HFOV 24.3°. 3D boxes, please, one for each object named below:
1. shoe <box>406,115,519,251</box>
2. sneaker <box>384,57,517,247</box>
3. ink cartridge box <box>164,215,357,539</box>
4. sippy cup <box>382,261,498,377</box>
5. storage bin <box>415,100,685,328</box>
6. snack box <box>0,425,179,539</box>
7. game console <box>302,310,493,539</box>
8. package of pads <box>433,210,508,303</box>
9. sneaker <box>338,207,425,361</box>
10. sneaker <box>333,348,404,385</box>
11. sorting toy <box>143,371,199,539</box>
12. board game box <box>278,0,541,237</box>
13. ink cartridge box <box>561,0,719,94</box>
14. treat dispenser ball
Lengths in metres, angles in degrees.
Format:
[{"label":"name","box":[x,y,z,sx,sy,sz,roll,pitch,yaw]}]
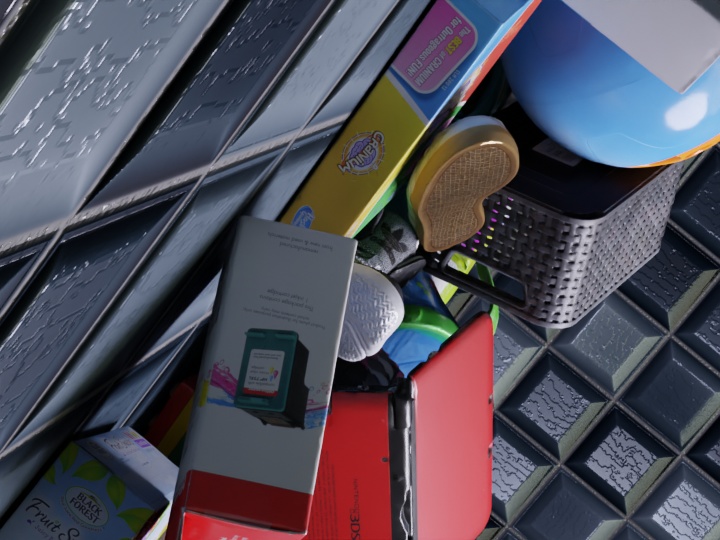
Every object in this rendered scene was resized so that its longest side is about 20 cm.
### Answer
[{"label":"shoe","box":[0.058,-0.065,1.101,0.070,0.054,0.200,-18,166,-9]},{"label":"sneaker","box":[0.051,-0.101,1.278,0.201,0.077,0.080,-58,164,-16]},{"label":"ink cartridge box","box":[-0.058,0.086,0.896,0.116,0.067,0.201,122,-21,-71]},{"label":"sippy cup","box":[0.008,0.034,1.317,0.140,0.177,0.131,123,-33,-42]},{"label":"storage bin","box":[0.146,-0.053,1.265,0.200,0.135,0.094,-32,141,-51]},{"label":"snack box","box":[-0.188,0.189,0.971,0.200,0.068,0.169,-50,176,-1]},{"label":"game console","box":[0.008,0.137,1.195,0.119,0.171,0.201,-81,170,-58]},{"label":"package of pads","box":[0.063,-0.006,1.533,0.155,0.068,0.200,-50,177,-43]},{"label":"sneaker","box":[0.000,0.000,1.131,0.114,0.076,0.200,-40,-169,-21]},{"label":"sneaker","box":[-0.004,0.125,1.262,0.086,0.201,0.080,10,-132,45]},{"label":"sorting toy","box":[-0.145,0.156,1.226,0.200,0.069,0.199,-50,177,-24]},{"label":"board game box","box":[0.037,-0.109,1.059,0.200,0.040,0.153,-53,177,29]},{"label":"ink cartridge box","box":[0.195,-0.233,0.927,0.200,0.146,0.146,-52,177,-5]},{"label":"treat dispenser ball","box":[0.198,-0.174,1.195,0.201,0.201,0.201,-51,177,-3]}]
